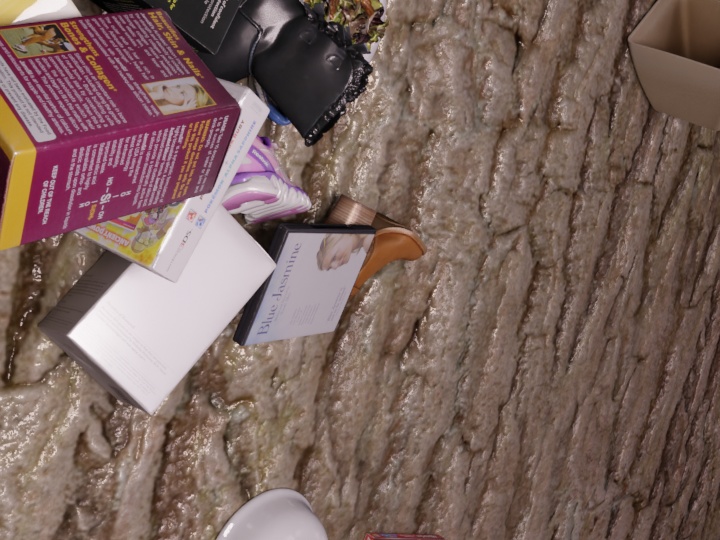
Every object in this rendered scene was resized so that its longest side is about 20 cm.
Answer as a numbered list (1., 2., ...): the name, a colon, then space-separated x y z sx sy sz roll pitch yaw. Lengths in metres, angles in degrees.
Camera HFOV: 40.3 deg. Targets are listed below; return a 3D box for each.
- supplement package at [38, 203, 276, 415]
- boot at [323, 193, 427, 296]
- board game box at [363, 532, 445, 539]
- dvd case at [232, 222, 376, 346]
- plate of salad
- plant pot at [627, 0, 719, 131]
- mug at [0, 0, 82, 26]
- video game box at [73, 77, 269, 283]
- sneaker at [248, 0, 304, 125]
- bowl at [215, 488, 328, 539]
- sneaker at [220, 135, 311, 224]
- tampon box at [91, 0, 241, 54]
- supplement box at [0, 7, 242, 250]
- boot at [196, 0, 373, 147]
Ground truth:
1. supplement package: -0.207 0.026 1.007 0.120 0.121 0.201 48 69 -23
2. boot: 0.000 0.000 1.284 0.199 0.076 0.157 21 97 -59
3. board game box: 0.059 0.474 1.574 0.199 0.019 0.104 19 90 -49
4. dvd case: -0.060 0.013 1.135 0.199 0.017 0.144 -3 120 -60
5. plate of salad: -0.031 -0.304 1.145 0.199 0.048 0.203 -20 118 -42
6. plant pot: 0.599 -0.367 1.711 0.200 0.199 0.178 -49 147 -22
7. mug: -0.333 -0.198 0.810 0.153 0.149 0.187 -44 106 -14
8. video game box: -0.204 -0.105 0.921 0.184 0.199 0.047 -61 145 -9
9. sneaker: -0.087 -0.250 1.053 0.076 0.085 0.202 -11 120 -10
10. bowl: -0.106 0.403 1.313 0.200 0.090 0.204 -21 119 -42
11. sneaker: -0.110 -0.105 1.086 0.200 0.080 0.090 26 49 -79
12. tampon box: -0.202 -0.318 0.894 0.199 0.125 0.151 32 82 -49
13. supplement box: -0.216 -0.117 0.769 0.199 0.131 0.104 -20 151 -40
14. boot: -0.094 -0.194 0.992 0.198 0.162 0.073 -46 -179 19
